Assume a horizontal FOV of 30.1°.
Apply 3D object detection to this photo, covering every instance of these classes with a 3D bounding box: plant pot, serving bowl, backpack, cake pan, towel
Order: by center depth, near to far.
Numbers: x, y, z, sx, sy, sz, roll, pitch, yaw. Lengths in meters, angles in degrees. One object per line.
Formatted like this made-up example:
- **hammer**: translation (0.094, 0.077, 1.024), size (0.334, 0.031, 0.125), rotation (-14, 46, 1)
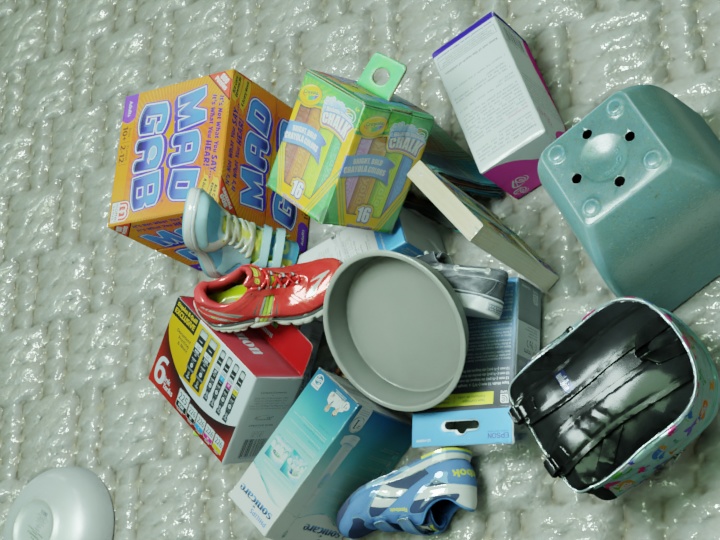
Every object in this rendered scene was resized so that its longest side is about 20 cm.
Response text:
- **backpack**: translation (0.287, 0.134, 1.452), size (0.200, 0.150, 0.178), rotation (-46, 55, 21)
- **plant pot**: translation (0.310, -0.092, 1.492), size (0.196, 0.200, 0.196), rotation (-39, 54, 17)
- **cake pan**: translation (0.046, 0.068, 1.586), size (0.200, 0.037, 0.201), rotation (13, 115, 31)
- **towel**: translation (0.083, -0.163, 1.718), size (0.200, 0.146, 0.022), rotation (49, 118, 38)
- **serving bowl**: translation (-0.452, 0.379, 1.942), size (0.199, 0.066, 0.201), rotation (-14, 64, 30)

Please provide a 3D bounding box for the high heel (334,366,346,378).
- **high heel**: translation (-0.016, 0.121, 1.708), size (0.067, 0.096, 0.200), rotation (39, 97, 39)

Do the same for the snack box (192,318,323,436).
- **snack box**: translation (-0.137, 0.143, 1.814), size (0.142, 0.053, 0.201), rotation (7, 78, 39)

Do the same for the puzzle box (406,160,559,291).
- **puzzle box**: translation (0.148, -0.051, 1.592), size (0.025, 0.200, 0.133), rotation (-48, 53, 10)

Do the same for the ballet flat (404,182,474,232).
- **ballet flat**: translation (0.076, -0.112, 1.744), size (0.200, 0.069, 0.068), rotation (22, 61, 41)

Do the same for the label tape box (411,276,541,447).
- **label tape box**: translation (0.141, 0.118, 1.620), size (0.143, 0.066, 0.201), rotation (-9, 70, 35)

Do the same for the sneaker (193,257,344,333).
- **sneaker**: translation (-0.113, 0.024, 1.657), size (0.199, 0.085, 0.077), rotation (-16, 53, 9)

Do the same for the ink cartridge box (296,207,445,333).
- **ink cartridge box**: translation (0.000, 0.000, 1.731), size (0.200, 0.116, 0.068), rotation (-29, 58, 23)

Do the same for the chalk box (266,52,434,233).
- **chalk box**: translation (-0.005, -0.163, 1.614), size (0.124, 0.123, 0.201), rotation (34, 111, 44)

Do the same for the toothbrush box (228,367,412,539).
- **toothbrush box**: translation (-0.043, 0.238, 1.652), size (0.085, 0.146, 0.200), rotation (39, 98, 38)

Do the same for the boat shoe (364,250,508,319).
- **boat shoe**: translation (0.088, 0.009, 1.614), size (0.199, 0.072, 0.068), rotation (9, 79, 38)

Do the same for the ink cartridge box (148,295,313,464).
- **ink cartridge box**: translation (-0.170, 0.120, 1.729), size (0.200, 0.084, 0.176), rotation (40, 116, 41)

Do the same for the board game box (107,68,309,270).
- **board game box**: translation (-0.203, -0.134, 1.875), size (0.199, 0.200, 0.201), rotation (-8, 67, 33)

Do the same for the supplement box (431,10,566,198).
- **supplement box**: translation (0.183, -0.208, 1.691), size (0.103, 0.101, 0.201), rotation (-33, 56, 21)

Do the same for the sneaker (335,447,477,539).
- **sneaker**: translation (0.055, 0.286, 1.611), size (0.200, 0.074, 0.083), rotation (-32, 61, 25)

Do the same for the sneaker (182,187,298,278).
- **sneaker**: translation (-0.148, -0.046, 1.694), size (0.130, 0.200, 0.080), rotation (5, 72, 9)
